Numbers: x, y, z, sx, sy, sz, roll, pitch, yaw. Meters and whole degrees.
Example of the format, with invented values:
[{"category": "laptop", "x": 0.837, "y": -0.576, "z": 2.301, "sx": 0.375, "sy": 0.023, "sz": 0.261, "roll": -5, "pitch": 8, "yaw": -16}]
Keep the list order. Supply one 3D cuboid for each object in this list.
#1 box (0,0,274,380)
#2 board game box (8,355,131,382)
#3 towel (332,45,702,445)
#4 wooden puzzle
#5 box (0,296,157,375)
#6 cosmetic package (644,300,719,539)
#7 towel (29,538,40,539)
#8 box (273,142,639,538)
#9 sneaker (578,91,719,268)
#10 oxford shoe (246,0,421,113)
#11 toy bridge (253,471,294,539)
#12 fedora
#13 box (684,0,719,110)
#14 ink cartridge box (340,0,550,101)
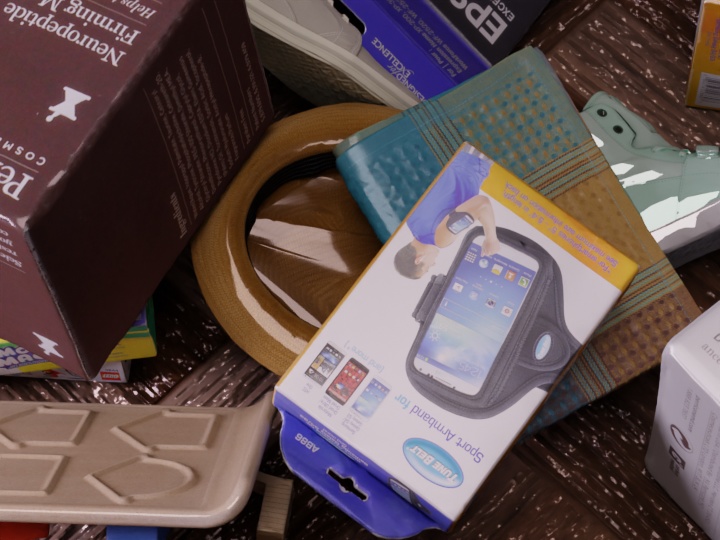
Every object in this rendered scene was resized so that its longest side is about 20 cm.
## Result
[{"category": "box", "x": -0.173, "y": -0.085, "z": 1.274, "sx": 0.166, "sy": 0.164, "sz": 0.200, "roll": 24, "pitch": 65, "yaw": 19}, {"category": "board game box", "x": -0.191, "y": -0.032, "z": 1.415, "sx": 0.126, "sy": 0.035, "sz": 0.201, "roll": 3, "pitch": 63, "yaw": 4}, {"category": "towel", "x": 0.091, "y": -0.016, "z": 1.328, "sx": 0.146, "sy": 0.022, "sz": 0.200, "roll": -27, "pitch": 77, "yaw": -19}, {"category": "wooden puzzle", "x": -0.148, "y": 0.112, "z": 1.255, "sx": 0.199, "sy": 0.185, "sz": 0.046, "roll": -3, "pitch": 103, "yaw": 4}, {"category": "box", "x": -0.222, "y": 0.002, "z": 1.354, "sx": 0.199, "sy": 0.048, "sz": 0.118, "roll": -9, "pitch": 63, "yaw": 1}, {"category": "cosmetic package", "x": 0.285, "y": 0.073, "z": 1.272, "sx": 0.200, "sy": 0.165, "sz": 0.165, "roll": -37, "pitch": 67, "yaw": -16}, {"category": "towel", "x": -0.132, "y": 0.248, "z": 1.202, "sx": 0.146, "sy": 0.030, "sz": 0.201, "roll": 10, "pitch": 96, "yaw": 34}, {"category": "box", "x": 0.045, "y": 0.043, "z": 1.259, "sx": 0.119, "sy": 0.041, "sz": 0.200, "roll": 35, "pitch": 72, "yaw": 6}, {"category": "sneaker", "x": 0.196, "y": -0.071, "z": 1.395, "sx": 0.200, "sy": 0.074, "sz": 0.118, "roll": -22, "pitch": 71, "yaw": -6}, {"category": "oxford shoe", "x": -0.035, "y": -0.145, "z": 1.390, "sx": 0.200, "sy": 0.075, "sz": 0.058, "roll": 34, "pitch": 68, "yaw": -18}, {"category": "toy bridge", "x": -0.135, "y": 0.112, "z": 1.344, "sx": 0.199, "sy": 0.027, "sz": 0.067, "roll": 8, "pitch": 61, "yaw": 6}, {"category": "fedora", "x": 0.000, "y": 0.000, "z": 1.365, "sx": 0.200, "sy": 0.082, "sz": 0.201, "roll": 3, "pitch": 65, "yaw": -6}, {"category": "box", "x": 0.237, "y": -0.213, "z": 1.443, "sx": 0.041, "sy": 0.119, "sz": 0.201, "roll": 11, "pitch": 65, "yaw": 7}, {"category": "ink cartridge box", "x": 0.032, "y": -0.217, "z": 1.445, "sx": 0.198, "sy": 0.043, "sz": 0.200, "roll": 43, "pitch": 69, "yaw": -14}]
